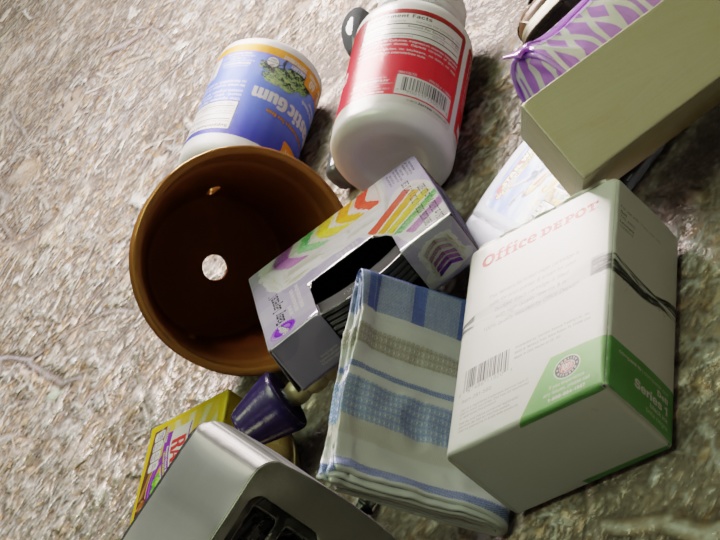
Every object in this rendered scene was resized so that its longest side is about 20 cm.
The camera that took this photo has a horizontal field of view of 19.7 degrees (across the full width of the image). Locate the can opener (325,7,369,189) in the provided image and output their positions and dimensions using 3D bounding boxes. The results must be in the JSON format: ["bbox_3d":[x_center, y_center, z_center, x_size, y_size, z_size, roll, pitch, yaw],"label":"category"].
[{"bbox_3d":[-0.008,-0.171,1.994,0.053,0.067,0.201,-28,35,36],"label":"can opener"}]

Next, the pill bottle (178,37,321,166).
[{"bbox_3d":[-0.115,-0.122,2.045,0.112,0.112,0.201,-21,41,43],"label":"pill bottle"}]

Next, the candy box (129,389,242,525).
[{"bbox_3d":[-0.155,0.200,1.761,0.102,0.026,0.201,-27,37,32],"label":"candy box"}]

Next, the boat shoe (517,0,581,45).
[{"bbox_3d":[0.210,-0.263,1.782,0.200,0.072,0.068,-39,32,21],"label":"boat shoe"}]

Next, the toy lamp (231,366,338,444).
[{"bbox_3d":[-0.020,0.075,1.708,0.200,0.058,0.058,-37,30,6],"label":"toy lamp"}]

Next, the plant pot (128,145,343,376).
[{"bbox_3d":[-0.118,-0.006,1.850,0.201,0.200,0.140,-57,13,-12],"label":"plant pot"}]

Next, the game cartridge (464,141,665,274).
[{"bbox_3d":[0.160,-0.068,1.666,0.200,0.042,0.133,-52,32,-2],"label":"game cartridge"}]

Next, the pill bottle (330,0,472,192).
[{"bbox_3d":[0.042,-0.170,1.874,0.112,0.112,0.201,-27,36,37],"label":"pill bottle"}]

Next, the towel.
[{"bbox_3d":[0.051,0.094,1.524,0.024,0.146,0.201,120,165,-49],"label":"towel"}]

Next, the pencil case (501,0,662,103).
[{"bbox_3d":[0.203,-0.197,1.653,0.084,0.086,0.200,-1,39,53],"label":"pencil case"}]

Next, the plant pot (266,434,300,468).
[{"bbox_3d":[-0.118,0.214,1.746,0.200,0.027,0.201,-35,33,27],"label":"plant pot"}]

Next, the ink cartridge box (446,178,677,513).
[{"bbox_3d":[0.148,0.052,1.488,0.146,0.084,0.201,-28,35,35],"label":"ink cartridge box"}]

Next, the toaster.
[{"bbox_3d":[-0.074,0.223,1.517,0.200,0.181,0.119,-56,32,-8],"label":"toaster"}]

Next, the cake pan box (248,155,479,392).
[{"bbox_3d":[0.000,0.000,1.686,0.184,0.052,0.200,-38,19,6],"label":"cake pan box"}]

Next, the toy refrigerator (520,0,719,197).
[{"bbox_3d":[0.220,-0.142,1.552,0.200,0.076,0.070,-37,-16,-9],"label":"toy refrigerator"}]
